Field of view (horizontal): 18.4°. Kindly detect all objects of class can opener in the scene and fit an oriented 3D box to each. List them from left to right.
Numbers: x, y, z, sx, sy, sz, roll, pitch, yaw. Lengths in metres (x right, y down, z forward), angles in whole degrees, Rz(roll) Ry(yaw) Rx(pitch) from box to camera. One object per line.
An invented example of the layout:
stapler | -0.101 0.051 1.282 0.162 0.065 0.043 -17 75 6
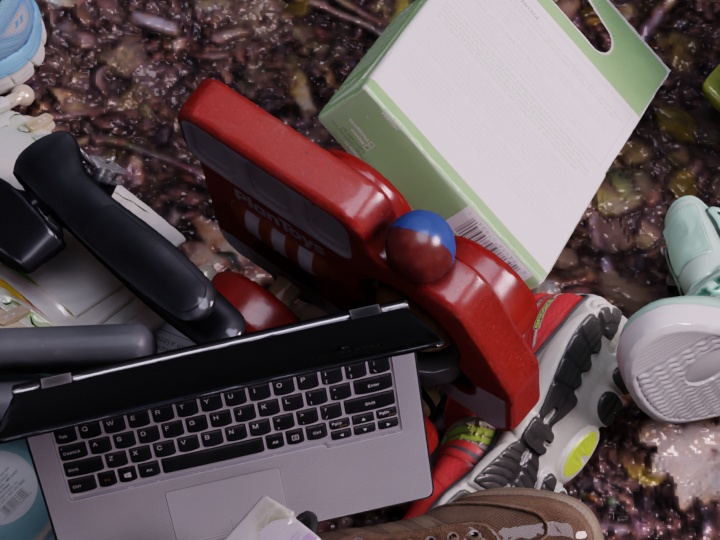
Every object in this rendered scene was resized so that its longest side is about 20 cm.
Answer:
can opener | -0.200 0.050 1.084 0.198 0.067 0.054 -2 76 3
can opener | -0.121 -0.010 1.123 0.200 0.063 0.079 31 86 40

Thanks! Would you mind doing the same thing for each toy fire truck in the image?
toy fire truck | 0.000 0.000 1.098 0.200 0.168 0.112 35 74 20

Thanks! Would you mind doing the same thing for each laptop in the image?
laptop | -0.055 0.088 0.993 0.186 0.201 0.116 -12 40 -4

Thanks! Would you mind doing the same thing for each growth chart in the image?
growth chart | -0.176 -0.021 1.193 0.144 0.018 0.200 -28 58 -37

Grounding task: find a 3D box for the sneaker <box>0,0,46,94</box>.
sneaker | -0.276 -0.129 1.240 0.199 0.090 0.079 -23 65 -15

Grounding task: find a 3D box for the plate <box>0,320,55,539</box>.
plate | -0.210 0.100 1.112 0.199 0.026 0.201 3 59 -4

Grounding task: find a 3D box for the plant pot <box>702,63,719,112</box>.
plant pot | 0.322 -0.137 1.272 0.199 0.182 0.200 40 64 16

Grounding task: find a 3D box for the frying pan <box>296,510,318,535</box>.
frying pan | -0.076 0.207 1.034 0.114 0.031 0.191 -3 60 7

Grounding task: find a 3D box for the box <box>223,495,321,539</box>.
box | -0.091 0.191 1.008 0.039 0.042 0.200 34 74 28

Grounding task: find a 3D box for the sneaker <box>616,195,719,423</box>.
sneaker | 0.174 0.015 1.187 0.200 0.074 0.119 10 45 -54

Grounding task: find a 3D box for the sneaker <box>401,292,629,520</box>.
sneaker | 0.069 0.097 1.176 0.200 0.077 0.085 -53 35 -14

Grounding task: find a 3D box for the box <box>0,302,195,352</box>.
box | -0.155 0.099 1.156 0.155 0.041 0.201 21 61 6

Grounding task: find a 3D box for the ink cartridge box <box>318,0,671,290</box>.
ink cartridge box | 0.079 -0.097 1.229 0.146 0.048 0.200 46 46 -12

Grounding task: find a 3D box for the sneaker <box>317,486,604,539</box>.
sneaker | 0.019 0.155 1.079 0.199 0.075 0.071 -13 94 22
